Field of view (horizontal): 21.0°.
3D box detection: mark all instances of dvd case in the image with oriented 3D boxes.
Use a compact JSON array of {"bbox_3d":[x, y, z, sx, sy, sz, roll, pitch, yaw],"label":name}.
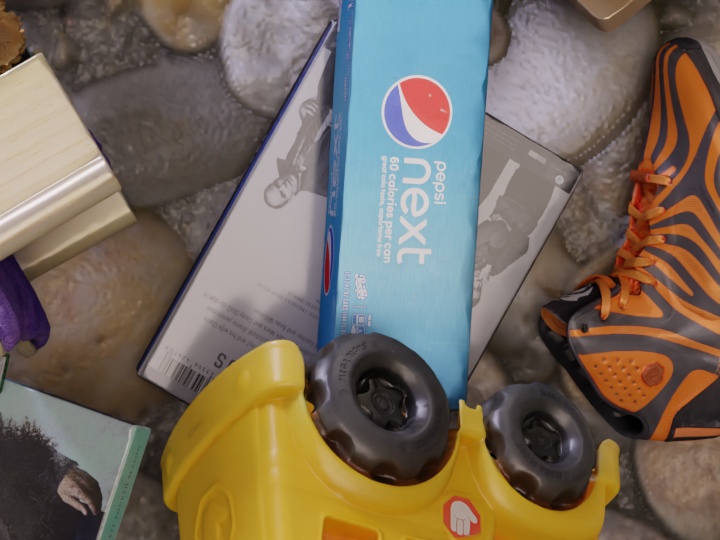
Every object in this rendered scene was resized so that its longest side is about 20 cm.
[{"bbox_3d":[0.000,0.000,0.971,0.149,0.025,0.201,30,89,-8],"label":"dvd case"},{"bbox_3d":[-0.207,0.111,0.903,0.198,0.022,0.147,18,87,21],"label":"dvd case"}]

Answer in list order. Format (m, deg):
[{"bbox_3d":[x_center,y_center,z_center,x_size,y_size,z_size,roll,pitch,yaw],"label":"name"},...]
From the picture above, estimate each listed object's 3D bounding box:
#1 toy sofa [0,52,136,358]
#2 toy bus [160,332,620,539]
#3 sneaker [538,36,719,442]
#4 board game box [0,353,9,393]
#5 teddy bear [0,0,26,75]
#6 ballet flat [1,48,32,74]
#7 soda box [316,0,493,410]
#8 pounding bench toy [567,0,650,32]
[{"bbox_3d":[-0.144,-0.023,0.863,0.082,0.200,0.098,-30,90,-5],"label":"toy sofa"},{"bbox_3d":[0.020,0.146,0.854,0.198,0.136,0.193,16,48,-26],"label":"toy bus"},{"bbox_3d":[0.142,-0.010,0.962,0.111,0.078,0.202,-10,94,-8],"label":"sneaker"},{"bbox_3d":[-0.267,0.023,0.861,0.198,0.105,0.024,12,87,16],"label":"board game box"},{"bbox_3d":[-0.192,-0.161,0.899,0.144,0.067,0.202,-12,68,-20],"label":"teddy bear"},{"bbox_3d":[-0.250,-0.070,0.919,0.198,0.068,0.069,-23,86,-16],"label":"ballet flat"},{"bbox_3d":[0.020,-0.038,0.927,0.067,0.064,0.202,3,93,-8],"label":"soda box"},{"bbox_3d":[0.086,-0.191,0.900,0.200,0.156,0.124,-40,65,-4],"label":"pounding bench toy"}]
